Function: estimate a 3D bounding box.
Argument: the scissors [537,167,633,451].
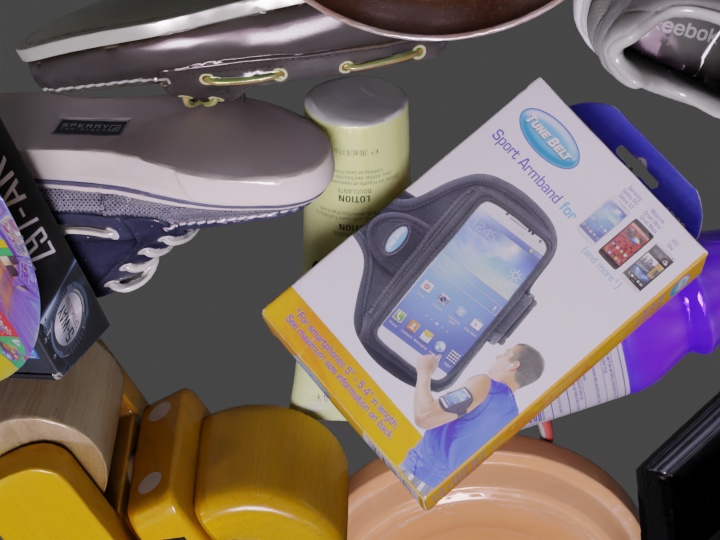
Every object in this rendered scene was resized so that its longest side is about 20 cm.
[{"bbox_3d":[0.084,0.028,0.943,0.073,0.014,0.201,11,121,-4],"label":"scissors"}]

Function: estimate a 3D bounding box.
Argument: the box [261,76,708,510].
[{"bbox_3d":[0.067,0.002,0.845,0.200,0.041,0.119,-41,75,-5],"label":"box"}]

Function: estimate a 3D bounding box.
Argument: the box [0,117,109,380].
[{"bbox_3d":[-0.227,-0.041,0.860,0.160,0.044,0.200,1,126,37],"label":"box"}]

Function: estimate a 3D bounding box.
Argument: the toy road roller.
[{"bbox_3d":[-0.094,0.110,0.937,0.146,0.123,0.200,-26,120,16],"label":"toy road roller"}]

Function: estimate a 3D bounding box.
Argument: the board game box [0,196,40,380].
[{"bbox_3d":[-0.240,-0.013,0.828,0.200,0.039,0.158,33,139,10],"label":"board game box"}]

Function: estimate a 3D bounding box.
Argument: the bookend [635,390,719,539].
[{"bbox_3d":[0.237,0.117,0.877,0.092,0.200,0.199,36,116,-13],"label":"bookend"}]

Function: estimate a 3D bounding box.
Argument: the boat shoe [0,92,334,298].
[{"bbox_3d":[-0.103,-0.031,0.877,0.199,0.075,0.093,7,128,20],"label":"boat shoe"}]

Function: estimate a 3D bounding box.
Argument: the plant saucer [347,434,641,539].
[{"bbox_3d":[0.066,0.178,1.013,0.199,0.032,0.201,0,125,0],"label":"plant saucer"}]

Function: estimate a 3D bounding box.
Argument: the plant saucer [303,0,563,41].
[{"bbox_3d":[0.032,-0.199,0.768,0.199,0.034,0.201,1,96,5],"label":"plant saucer"}]

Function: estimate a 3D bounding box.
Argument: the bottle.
[{"bbox_3d":[0.117,0.025,0.898,0.199,0.065,0.084,-19,129,0],"label":"bottle"}]

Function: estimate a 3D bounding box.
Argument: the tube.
[{"bbox_3d":[0.000,0.000,0.913,0.058,0.052,0.201,30,135,35],"label":"tube"}]

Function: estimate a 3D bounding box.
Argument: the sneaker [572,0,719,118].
[{"bbox_3d":[0.198,-0.095,0.820,0.199,0.092,0.076,5,121,0],"label":"sneaker"}]

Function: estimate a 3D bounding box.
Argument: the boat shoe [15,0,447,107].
[{"bbox_3d":[-0.059,-0.107,0.837,0.200,0.072,0.061,-12,115,7],"label":"boat shoe"}]
